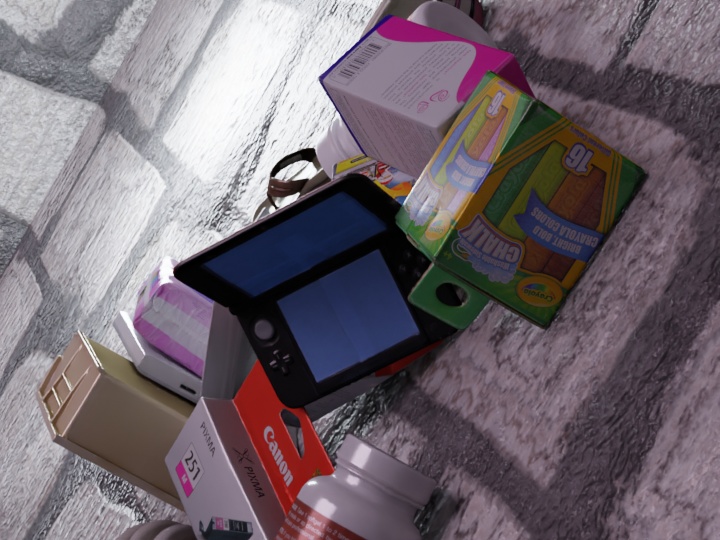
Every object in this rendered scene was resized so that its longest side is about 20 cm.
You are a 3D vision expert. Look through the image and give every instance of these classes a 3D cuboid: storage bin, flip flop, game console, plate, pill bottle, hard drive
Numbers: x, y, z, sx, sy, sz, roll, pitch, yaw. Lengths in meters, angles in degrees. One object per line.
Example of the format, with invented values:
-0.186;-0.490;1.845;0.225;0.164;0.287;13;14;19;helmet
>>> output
-0.248;0.169;1.893;0.094;0.199;0.198;-58;20;1;storage bin
-0.077;-0.116;2.068;0.200;0.057;0.082;-39;29;45;flip flop
-0.034;0.024;1.504;0.199;0.173;0.119;-26;2;18;game console
-0.126;0.062;1.812;0.200;0.032;0.201;-66;-13;-59;plate
0.047;-0.169;1.749;0.200;0.119;0.120;-45;25;32;pill bottle
-0.220;0.110;1.999;0.027;0.131;0.200;-58;20;3;hard drive
-0.020;0.241;1.380;0.201;0.112;0.112;-62;20;-4;pill bottle

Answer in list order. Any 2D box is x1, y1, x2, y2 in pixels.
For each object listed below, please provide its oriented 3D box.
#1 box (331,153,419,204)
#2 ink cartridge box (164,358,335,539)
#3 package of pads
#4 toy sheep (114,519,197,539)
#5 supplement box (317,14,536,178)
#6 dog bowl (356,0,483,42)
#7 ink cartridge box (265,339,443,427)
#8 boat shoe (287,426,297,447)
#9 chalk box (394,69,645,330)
0.063;-0.078;1.591;0.199;0.038;0.137;-19;38;21;box
-0.105;0.195;1.610;0.174;0.043;0.201;-58;43;30;ink cartridge box
-0.203;0.055;2.001;0.076;0.120;0.200;-51;10;4;package of pads
-0.211;0.318;1.706;0.199;0.138;0.139;-22;41;42;toy sheep
0.068;-0.150;1.549;0.101;0.104;0.200;-42;34;-13;supplement box
0.061;-0.247;1.893;0.200;0.073;0.201;-48;24;29;dog bowl
-0.016;0.039;1.627;0.199;0.047;0.161;-33;52;35;ink cartridge box
-0.107;0.169;1.753;0.071;0.063;0.200;-55;21;14;boat shoe
0.118;-0.042;1.411;0.201;0.124;0.124;-59;22;8;chalk box
